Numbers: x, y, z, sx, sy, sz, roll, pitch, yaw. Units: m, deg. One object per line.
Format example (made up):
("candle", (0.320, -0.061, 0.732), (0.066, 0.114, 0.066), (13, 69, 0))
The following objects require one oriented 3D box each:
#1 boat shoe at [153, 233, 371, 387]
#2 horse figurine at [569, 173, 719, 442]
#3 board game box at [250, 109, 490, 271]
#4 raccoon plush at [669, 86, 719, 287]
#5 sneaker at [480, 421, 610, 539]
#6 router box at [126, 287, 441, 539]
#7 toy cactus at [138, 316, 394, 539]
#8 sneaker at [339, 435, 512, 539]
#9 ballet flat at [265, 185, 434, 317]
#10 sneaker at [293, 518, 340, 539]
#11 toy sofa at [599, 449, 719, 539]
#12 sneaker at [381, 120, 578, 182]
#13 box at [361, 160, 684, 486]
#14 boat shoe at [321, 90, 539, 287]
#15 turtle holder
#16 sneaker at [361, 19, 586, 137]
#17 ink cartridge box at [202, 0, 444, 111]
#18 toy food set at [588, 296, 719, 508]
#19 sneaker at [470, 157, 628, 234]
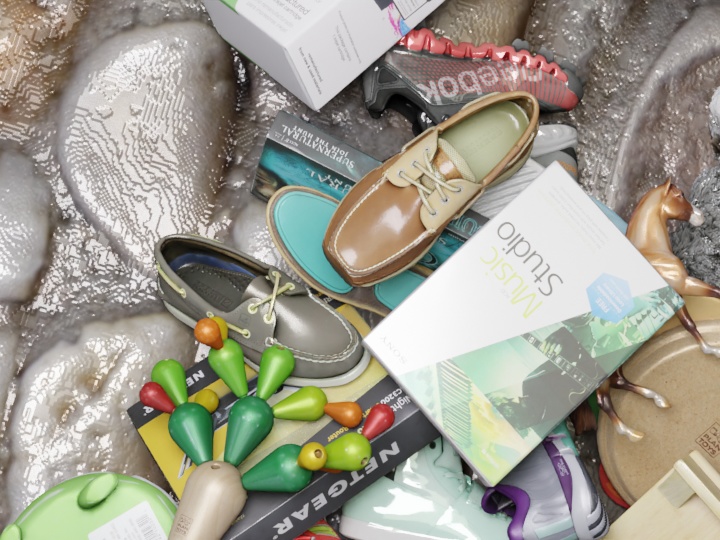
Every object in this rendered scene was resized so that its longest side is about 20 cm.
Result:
("boat shoe", (-0.082, 0.028, 1.042), (0.200, 0.061, 0.072), (23, 59, 27))
("horse figurine", (0.213, 0.042, 1.036), (0.133, 0.050, 0.200), (46, 106, 9))
("board game box", (0.009, -0.048, 1.072), (0.198, 0.135, 0.028), (27, 71, -2))
("raccoon plush", (0.273, -0.041, 1.114), (0.133, 0.097, 0.202), (-28, 110, -11))
("sneaker", (0.124, 0.141, 1.052), (0.087, 0.201, 0.075), (-25, 125, 5))
("router box", (-0.062, 0.119, 1.042), (0.199, 0.052, 0.157), (-34, 52, -11))
("toy cactus", (-0.087, 0.126, 0.962), (0.198, 0.102, 0.166), (21, 71, 18))
("sneaker", (0.089, 0.171, 1.081), (0.198, 0.074, 0.120), (10, 87, -4))
("ballet flat", (0.000, 0.000, 1.070), (0.199, 0.063, 0.069), (35, 84, -19))
("sneaker", (-0.048, 0.217, 1.049), (0.200, 0.085, 0.077), (42, 79, 10))
("toy sofa", (0.215, 0.237, 1.040), (0.200, 0.097, 0.083), (-45, 71, 12))
("sneaker", (0.094, -0.075, 1.122), (0.197, 0.074, 0.080), (-9, 88, -9))
("box", (0.119, 0.039, 0.985), (0.200, 0.036, 0.145), (-43, 85, -4))
("boat shoe", (0.054, -0.070, 0.976), (0.200, 0.074, 0.076), (-42, 85, -19))
("turtle holder", (-0.208, 0.240, 1.005), (0.140, 0.132, 0.187), (31, 80, -3))
("sneaker", (0.090, -0.150, 1.132), (0.198, 0.071, 0.099), (11, 80, -4))
("ink cartridge box", (-0.017, -0.250, 1.093), (0.200, 0.084, 0.145), (-42, 53, -11))
("toy food set", (0.285, 0.129, 1.093), (0.198, 0.049, 0.199), (27, 110, -4))
("sneaker", (0.156, -0.040, 1.090), (0.199, 0.082, 0.074), (37, 105, -13))
